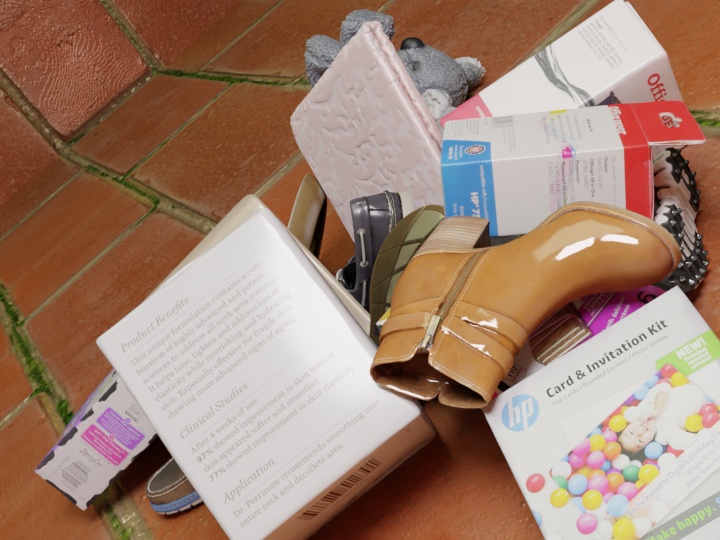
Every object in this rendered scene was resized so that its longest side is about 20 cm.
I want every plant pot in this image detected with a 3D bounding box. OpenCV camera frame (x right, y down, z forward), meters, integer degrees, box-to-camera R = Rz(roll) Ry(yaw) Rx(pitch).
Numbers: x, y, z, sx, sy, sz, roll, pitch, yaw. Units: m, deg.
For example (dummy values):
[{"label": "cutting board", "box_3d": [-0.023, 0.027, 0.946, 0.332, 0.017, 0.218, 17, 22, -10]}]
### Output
[{"label": "plant pot", "box_3d": [-0.065, -0.004, 1.145, 0.027, 0.201, 0.201, 11, 36, 2]}]

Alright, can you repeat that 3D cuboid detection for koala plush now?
[{"label": "koala plush", "box_3d": [0.056, -0.243, 1.415, 0.199, 0.185, 0.177, 4, 30, 26]}]

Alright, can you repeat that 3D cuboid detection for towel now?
[{"label": "towel", "box_3d": [0.015, -0.116, 1.049, 0.032, 0.192, 0.200, -26, -7, -32]}]

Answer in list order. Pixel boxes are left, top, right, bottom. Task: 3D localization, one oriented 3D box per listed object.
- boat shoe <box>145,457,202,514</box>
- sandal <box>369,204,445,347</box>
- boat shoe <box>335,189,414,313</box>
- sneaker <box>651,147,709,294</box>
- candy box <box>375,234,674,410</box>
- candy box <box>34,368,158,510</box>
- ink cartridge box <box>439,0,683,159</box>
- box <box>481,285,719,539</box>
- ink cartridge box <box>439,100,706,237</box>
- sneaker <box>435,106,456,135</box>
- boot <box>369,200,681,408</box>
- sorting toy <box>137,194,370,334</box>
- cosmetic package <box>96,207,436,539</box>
[{"label": "boat shoe", "box_3d": [-0.140, 0.157, 1.048, 0.200, 0.073, 0.072, -39, 25, -2]}, {"label": "sandal", "box_3d": [0.048, 0.040, 0.936, 0.080, 0.054, 0.202, 18, 101, 45]}, {"label": "boat shoe", "box_3d": [0.000, 0.000, 1.018, 0.062, 0.201, 0.073, 1, 49, -15]}, {"label": "sneaker", "box_3d": [0.234, -0.028, 0.881, 0.090, 0.067, 0.200, -28, 21, 29]}, {"label": "candy box", "box_3d": [0.130, 0.046, 0.819, 0.199, 0.061, 0.136, 23, 62, 40]}, {"label": "candy box", "box_3d": [-0.236, 0.132, 1.135, 0.200, 0.071, 0.168, -45, 11, 24]}, {"label": "ink cartridge box", "box_3d": [0.196, -0.133, 0.993, 0.199, 0.145, 0.085, -33, 54, 10]}, {"label": "box", "box_3d": [0.180, 0.124, 0.646, 0.155, 0.041, 0.201, -33, 43, 10]}, {"label": "ink cartridge box", "box_3d": [0.167, -0.083, 0.855, 0.198, 0.068, 0.116, -4, 24, 9]}, {"label": "sneaker", "box_3d": [0.060, -0.113, 1.141, 0.199, 0.075, 0.115, 8, 45, 47]}, {"label": "boot", "box_3d": [0.111, 0.029, 0.737, 0.199, 0.074, 0.155, -2, 41, 33]}, {"label": "sorting toy", "box_3d": [-0.103, 0.058, 0.991, 0.185, 0.200, 0.036, -45, -12, 5]}, {"label": "cosmetic package", "box_3d": [-0.066, 0.093, 0.842, 0.167, 0.200, 0.166, -37, -16, -1]}]
